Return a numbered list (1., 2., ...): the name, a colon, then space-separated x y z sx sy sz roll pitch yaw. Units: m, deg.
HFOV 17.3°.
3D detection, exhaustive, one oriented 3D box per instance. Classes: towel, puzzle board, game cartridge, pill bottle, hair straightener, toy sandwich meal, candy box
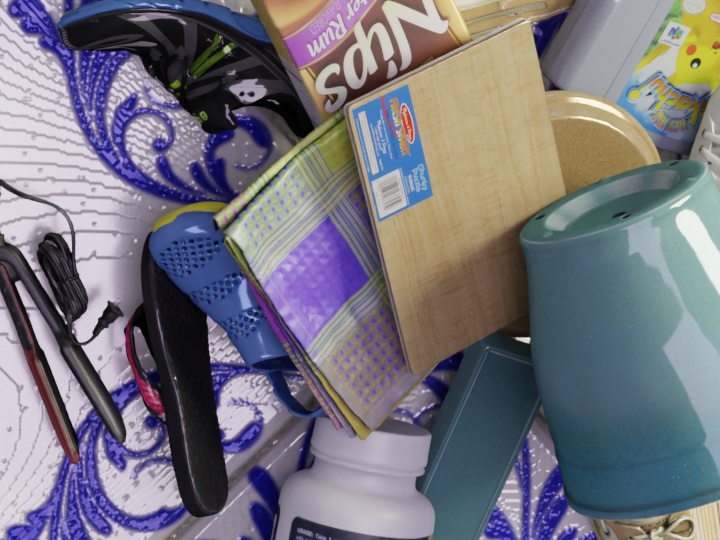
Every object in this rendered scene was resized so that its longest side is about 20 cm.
1. towel: 0.000 0.000 1.567 0.144 0.023 0.200 -42 122 -18
2. puzzle board: 0.070 -0.049 1.574 0.151 0.017 0.200 -27 118 -25
3. game cartridge: 0.231 -0.150 1.673 0.200 0.040 0.133 15 118 -31
4. pill bottle: -0.009 0.203 1.649 0.111 0.111 0.200 10 95 -17
5. hair straightener: -0.199 0.028 1.606 0.077 0.041 0.200 -21 98 1
6. toy sandwich meal: 0.116 -0.043 1.666 0.205 0.070 0.206 -8 116 -17
7. candy box: -0.004 -0.176 1.558 0.117 0.056 0.200 -31 117 -7

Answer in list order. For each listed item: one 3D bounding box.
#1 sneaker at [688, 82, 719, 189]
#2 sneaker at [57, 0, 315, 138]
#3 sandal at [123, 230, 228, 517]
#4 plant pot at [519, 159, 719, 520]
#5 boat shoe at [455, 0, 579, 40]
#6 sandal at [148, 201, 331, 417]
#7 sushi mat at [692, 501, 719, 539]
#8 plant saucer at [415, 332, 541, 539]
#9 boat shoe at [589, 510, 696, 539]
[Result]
1. sneaker: 0.254 -0.044 1.663 0.085 0.073 0.200 -28 133 -51
2. sneaker: -0.107 -0.137 1.593 0.199 0.071 0.083 15 87 -21
3. sandal: -0.133 0.071 1.618 0.045 0.075 0.200 -7 93 24
4. plant pot: 0.197 0.036 1.572 0.200 0.200 0.188 -26 104 -12
5. boat shoe: 0.082 -0.180 1.652 0.200 0.072 0.076 -10 115 -10
6. sandal: -0.063 0.030 1.599 0.200 0.079 0.087 38 43 -26
7. sushi mat: 0.265 0.135 1.772 0.096 0.012 0.200 -13 101 -15
8. plant saucer: 0.077 0.141 1.691 0.070 0.019 0.200 18 105 -18
9. boat shoe: 0.200 0.154 1.723 0.073 0.063 0.201 -16 101 -2
